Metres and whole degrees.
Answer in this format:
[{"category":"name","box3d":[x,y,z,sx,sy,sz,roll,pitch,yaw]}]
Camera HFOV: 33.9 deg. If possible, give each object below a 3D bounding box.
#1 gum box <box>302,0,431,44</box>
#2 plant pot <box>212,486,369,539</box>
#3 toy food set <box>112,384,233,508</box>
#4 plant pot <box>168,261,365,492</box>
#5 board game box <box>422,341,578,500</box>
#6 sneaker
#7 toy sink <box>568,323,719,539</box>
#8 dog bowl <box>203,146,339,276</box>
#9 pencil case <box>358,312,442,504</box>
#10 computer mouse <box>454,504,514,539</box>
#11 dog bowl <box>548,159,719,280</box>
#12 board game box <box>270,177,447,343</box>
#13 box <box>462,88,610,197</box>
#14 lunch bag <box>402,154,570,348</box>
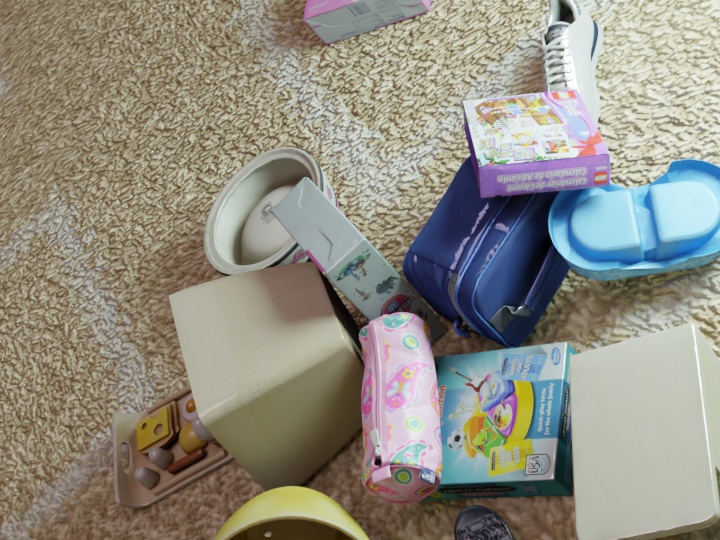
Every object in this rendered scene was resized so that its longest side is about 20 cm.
[{"category":"gum box","box3d":[0.019,-0.420,1.737,0.198,0.066,0.115,-10,57,33]},{"category":"plant pot","box3d":[-0.074,0.308,1.244,0.199,0.200,0.142,-38,17,10]},{"category":"toy food set","box3d":[-0.238,0.199,1.521,0.199,0.060,0.145,-30,47,18]},{"category":"plant pot","box3d":[-0.086,0.109,1.378,0.176,0.201,0.201,-28,46,5]},{"category":"board game box","box3d":[0.132,0.164,1.261,0.198,0.047,0.153,-10,56,33]},{"category":"sneaker","box3d":[0.244,-0.240,1.427,0.076,0.080,0.202,-11,58,29]},{"category":"toy sink","box3d":[0.277,0.173,1.095,0.129,0.112,0.202,-19,46,27]},{"category":"dog bowl","box3d":[-0.113,-0.063,1.593,0.198,0.074,0.202,-21,50,27]},{"category":"pencil case","box3d":[0.040,0.144,1.254,0.087,0.087,0.202,-21,49,26]},{"category":"computer mouse","box3d":[0.142,0.321,1.163,0.058,0.034,0.201,-22,53,3]},{"category":"dog bowl","box3d":[0.296,-0.048,1.232,0.197,0.050,0.113,-8,64,8]},{"category":"board game box","box3d":[0.000,0.000,1.367,0.064,0.200,0.148,-43,43,2]},{"category":"box","box3d":[0.187,-0.141,1.288,0.135,0.040,0.201,-6,27,3]},{"category":"lunch bag","box3d":[0.152,-0.015,1.304,0.132,0.136,0.201,21,75,44]}]
